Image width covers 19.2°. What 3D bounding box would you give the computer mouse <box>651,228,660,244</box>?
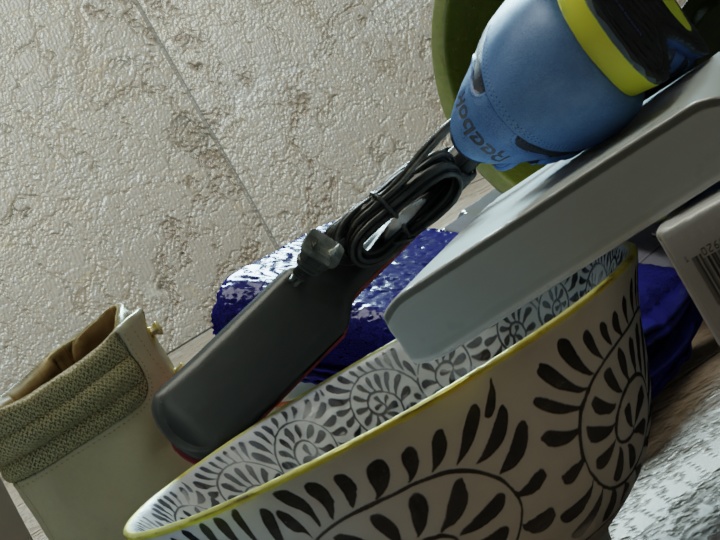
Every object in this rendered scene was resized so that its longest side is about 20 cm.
[{"bbox_3d":[0.238,-0.042,0.997,0.200,0.053,0.138,-28,-2,5],"label":"computer mouse"}]

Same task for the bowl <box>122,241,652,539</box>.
[{"bbox_3d":[0.028,0.078,0.729,0.201,0.094,0.201,-30,3,2],"label":"bowl"}]

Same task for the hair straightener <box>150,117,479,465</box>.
[{"bbox_3d":[0.000,0.000,0.821,0.200,0.041,0.077,-39,-6,-5],"label":"hair straightener"}]

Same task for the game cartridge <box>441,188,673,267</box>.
[{"bbox_3d":[0.136,-0.024,1.151,0.130,0.038,0.200,10,22,26],"label":"game cartridge"}]

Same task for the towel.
[{"bbox_3d":[0.048,0.025,0.978,0.200,0.050,0.148,10,19,25],"label":"towel"}]

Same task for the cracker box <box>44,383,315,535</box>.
[{"bbox_3d":[-0.062,0.084,1.126,0.200,0.058,0.134,-10,8,9],"label":"cracker box"}]

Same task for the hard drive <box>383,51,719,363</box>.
[{"bbox_3d":[0.086,-0.031,0.765,0.132,0.026,0.200,-34,2,17],"label":"hard drive"}]

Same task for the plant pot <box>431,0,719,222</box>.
[{"bbox_3d":[0.172,-0.124,1.155,0.200,0.200,0.190,-27,-12,30],"label":"plant pot"}]

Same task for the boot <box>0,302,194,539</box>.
[{"bbox_3d":[-0.057,0.077,0.903,0.200,0.155,0.073,-33,5,-36],"label":"boot"}]

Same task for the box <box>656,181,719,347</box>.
[{"bbox_3d":[0.188,-0.018,0.729,0.112,0.101,0.200,-29,4,22],"label":"box"}]

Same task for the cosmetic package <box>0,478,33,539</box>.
[{"bbox_3d":[-0.179,0.164,0.556,0.165,0.165,0.200,-21,8,32],"label":"cosmetic package"}]

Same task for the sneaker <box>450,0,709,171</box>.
[{"bbox_3d":[0.077,-0.080,0.787,0.078,0.066,0.200,-37,1,21],"label":"sneaker"}]
